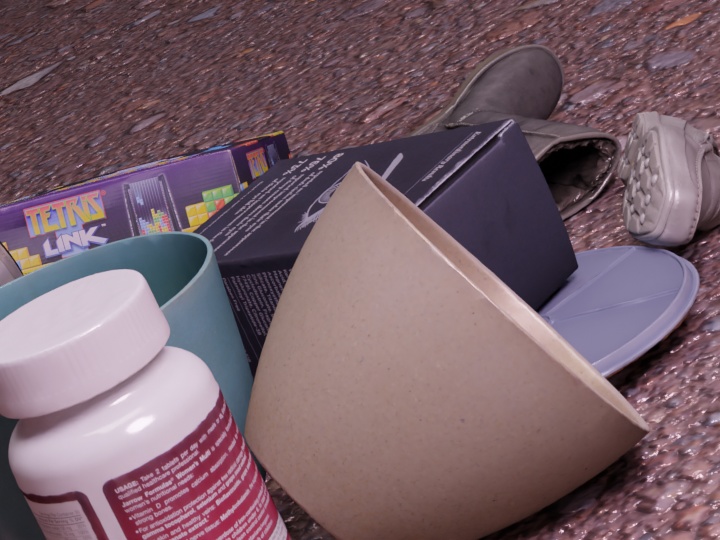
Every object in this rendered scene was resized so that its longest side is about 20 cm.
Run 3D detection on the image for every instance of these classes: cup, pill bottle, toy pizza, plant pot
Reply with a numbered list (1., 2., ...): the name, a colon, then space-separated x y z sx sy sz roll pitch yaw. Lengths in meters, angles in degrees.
1. cup: 0.024 0.064 1.284 0.143 0.200 0.200 -47 17 5
2. pill bottle: -0.105 0.107 1.247 0.109 0.200 0.110 -22 18 7
3. toy pizza: 0.103 0.045 1.457 0.200 0.032 0.200 -22 18 7
4. plant pot: -0.143 0.095 1.397 0.200 0.161 0.201 -21 17 7

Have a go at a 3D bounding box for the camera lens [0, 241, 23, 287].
1. camera lens: -0.300 0.054 1.499 0.160 0.160 0.200 -5 39 45

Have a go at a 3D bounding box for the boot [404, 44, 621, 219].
1. boot: 0.119 -0.096 1.786 0.182 0.073 0.200 -44 17 -18

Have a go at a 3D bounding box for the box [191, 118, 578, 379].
1. box: 0.000 0.000 1.491 0.200 0.104 0.148 -6 26 44

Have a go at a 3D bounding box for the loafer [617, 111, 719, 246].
1. loafer: 0.199 -0.055 1.556 0.070 0.070 0.200 17 18 0

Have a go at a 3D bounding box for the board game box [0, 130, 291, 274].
1. board game box: -0.155 -0.041 1.722 0.200 0.057 0.165 -14 4 11
